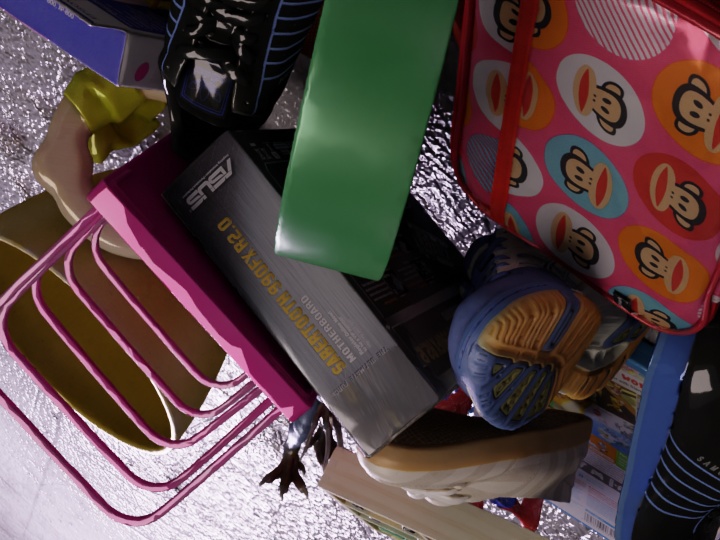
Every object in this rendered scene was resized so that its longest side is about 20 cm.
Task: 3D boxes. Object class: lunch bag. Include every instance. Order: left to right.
[{"bbox_3d":[0.108,-0.082,0.626,0.176,0.082,0.201,37,153,22],"label":"lunch bag"}]

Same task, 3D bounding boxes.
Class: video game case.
[{"bbox_3d":[0.128,0.089,0.890,0.142,0.018,0.201,31,150,25],"label":"video game case"}]

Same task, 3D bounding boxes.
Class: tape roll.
[{"bbox_3d":[0.010,-0.099,0.595,0.048,0.202,0.201,14,149,-1],"label":"tape roll"}]

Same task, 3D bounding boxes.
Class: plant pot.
[{"bbox_3d":[-0.158,0.007,1.022,0.199,0.142,0.201,32,151,21],"label":"plant pot"}]

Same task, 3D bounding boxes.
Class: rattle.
[{"bbox_3d":[-0.110,-0.048,0.950,0.198,0.131,0.143,26,159,-8],"label":"rattle"}]

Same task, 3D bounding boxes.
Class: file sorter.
[{"bbox_3d":[-0.096,0.021,0.764,0.125,0.200,0.139,-40,96,18],"label":"file sorter"}]

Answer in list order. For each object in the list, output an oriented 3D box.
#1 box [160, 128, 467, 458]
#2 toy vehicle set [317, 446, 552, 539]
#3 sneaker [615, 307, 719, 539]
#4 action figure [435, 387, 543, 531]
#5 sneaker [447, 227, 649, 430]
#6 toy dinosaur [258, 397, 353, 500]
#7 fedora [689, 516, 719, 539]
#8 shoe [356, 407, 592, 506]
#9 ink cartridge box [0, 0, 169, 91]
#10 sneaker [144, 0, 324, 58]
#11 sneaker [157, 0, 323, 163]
[{"bbox_3d":[0.000,0.000,0.752,0.048,0.200,0.159,-40,84,18],"label":"box"},{"bbox_3d":[0.081,0.166,0.853,0.198,0.027,0.124,21,166,24],"label":"toy vehicle set"},{"bbox_3d":[0.179,0.096,0.748,0.077,0.070,0.201,15,141,15],"label":"sneaker"},{"bbox_3d":[0.053,0.085,0.892,0.065,0.100,0.200,-11,149,22],"label":"action figure"},{"bbox_3d":[0.074,0.022,0.719,0.088,0.076,0.200,41,-167,20],"label":"sneaker"},{"bbox_3d":[-0.018,0.076,0.996,0.200,0.104,0.183,48,133,35],"label":"toy dinosaur"},{"bbox_3d":[0.242,0.199,0.806,0.200,0.092,0.201,33,150,22],"label":"fedora"},{"bbox_3d":[0.067,0.106,0.786,0.069,0.199,0.054,13,95,38],"label":"shoe"},{"bbox_3d":[-0.127,-0.131,0.778,0.094,0.037,0.200,34,-167,18],"label":"ink cartridge box"},{"bbox_3d":[-0.078,-0.154,0.769,0.199,0.077,0.073,31,148,19],"label":"sneaker"},{"bbox_3d":[-0.052,-0.117,0.662,0.069,0.078,0.200,22,155,1],"label":"sneaker"}]
